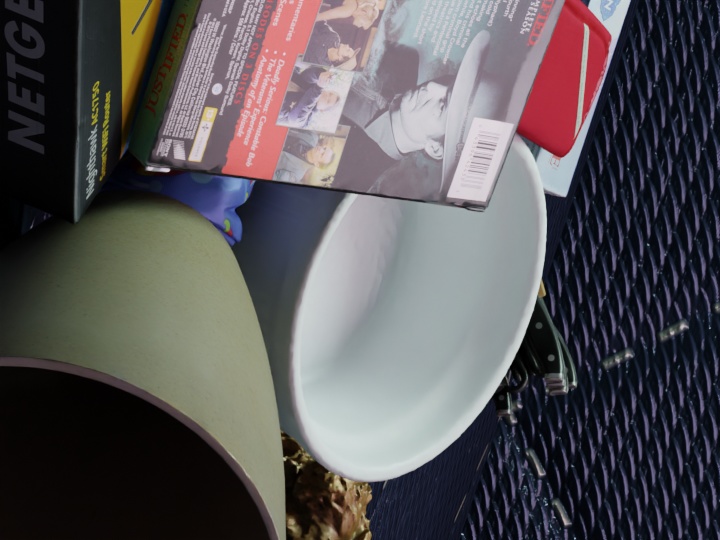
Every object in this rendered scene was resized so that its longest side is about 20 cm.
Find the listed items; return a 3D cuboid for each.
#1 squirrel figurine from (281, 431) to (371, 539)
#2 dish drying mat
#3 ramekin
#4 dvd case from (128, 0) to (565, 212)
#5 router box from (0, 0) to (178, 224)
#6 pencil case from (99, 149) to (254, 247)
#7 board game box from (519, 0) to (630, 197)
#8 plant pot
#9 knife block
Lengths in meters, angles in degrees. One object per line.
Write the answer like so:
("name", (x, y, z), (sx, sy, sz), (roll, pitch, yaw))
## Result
("squirrel figurine", (-0.053, 0.158, 1.281), (0.200, 0.141, 0.187), (-25, -145, 42))
("dish drying mat", (0.082, -0.112, 1.066), (0.077, 0.018, 0.200), (-66, 155, 0))
("ramekin", (0.000, 0.000, 1.131), (0.200, 0.098, 0.201), (-27, 129, -40))
("dvd case", (0.004, -0.103, 0.935), (0.199, 0.022, 0.147), (6, 111, -40))
("router box", (-0.099, -0.139, 0.852), (0.200, 0.051, 0.149), (100, 15, -50))
("pencil case", (-0.060, -0.102, 1.045), (0.087, 0.078, 0.201), (41, 67, -52))
("board game box", (0.062, -0.160, 1.235), (0.041, 0.199, 0.201), (20, 89, -50))
("plant pot", (-0.110, 0.057, 0.891), (0.200, 0.186, 0.188), (-79, -178, -58))
("knife block", (0.071, -0.015, 1.335), (0.176, 0.064, 0.201), (-108, 176, -67))
